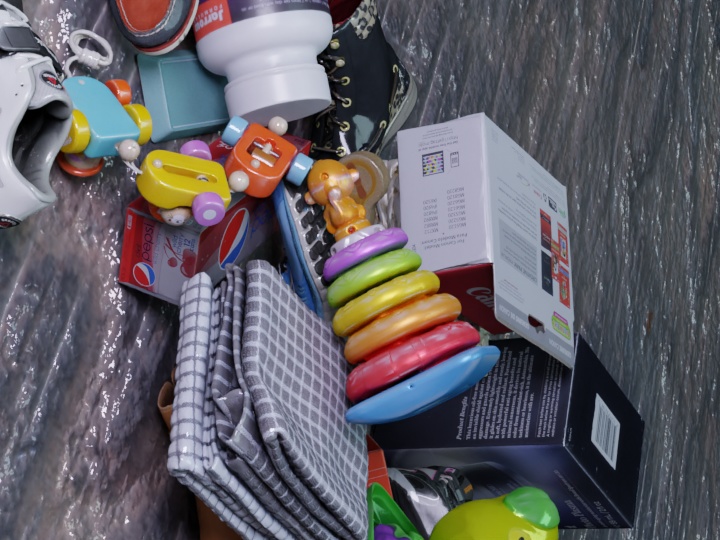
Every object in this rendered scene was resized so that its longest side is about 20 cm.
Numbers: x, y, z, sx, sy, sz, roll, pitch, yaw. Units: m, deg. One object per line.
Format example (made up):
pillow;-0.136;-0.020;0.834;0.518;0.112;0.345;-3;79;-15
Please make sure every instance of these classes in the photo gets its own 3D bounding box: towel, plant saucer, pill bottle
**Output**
towel;-0.056;0.105;1.230;0.200;0.085;0.166;53;30;-48
plant saucer;-0.117;-0.149;1.389;0.200;0.019;0.070;-21;102;-63
pill bottle;-0.084;-0.220;1.340;0.111;0.111;0.201;-2;77;-63

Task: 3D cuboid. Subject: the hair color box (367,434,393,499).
hair color box;0.001;0.241;1.431;0.102;0.061;0.201;-150;-133;-76

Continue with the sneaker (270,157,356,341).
sneaker;-0.046;0.005;1.334;0.078;0.090;0.201;-49;135;-47

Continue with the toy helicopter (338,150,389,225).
toy helicopter;0.000;0.000;1.408;0.079;0.132;0.201;-34;135;-60

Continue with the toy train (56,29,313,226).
toy train;-0.140;-0.088;1.221;0.199;0.056;0.150;28;34;-7

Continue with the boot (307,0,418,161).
boot;-0.027;-0.142;1.455;0.204;0.073;0.154;-60;148;-28

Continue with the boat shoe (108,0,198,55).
boat shoe;-0.162;-0.258;1.261;0.063;0.071;0.201;55;30;-67

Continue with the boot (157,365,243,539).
boot;-0.111;0.161;1.274;0.200;0.073;0.155;-78;150;-53

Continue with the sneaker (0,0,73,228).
sneaker;-0.223;-0.126;1.105;0.074;0.088;0.201;15;69;-59

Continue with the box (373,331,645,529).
box;0.146;0.162;1.628;0.200;0.198;0.124;48;46;-48

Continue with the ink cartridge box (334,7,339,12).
ink cartridge box;-0.070;-0.331;1.466;0.200;0.067;0.117;60;36;-39

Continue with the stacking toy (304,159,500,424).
stacking toy;0.011;0.009;1.252;0.201;0.116;0.110;64;10;7

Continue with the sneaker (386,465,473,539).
sneaker;0.059;0.198;1.479;0.200;0.086;0.081;177;-102;-81

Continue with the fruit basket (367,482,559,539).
fruit basket;0.073;0.257;1.324;0.156;0.215;0.216;-85;158;-67

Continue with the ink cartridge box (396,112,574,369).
ink cartridge box;0.110;-0.014;1.443;0.200;0.084;0.176;32;52;-59

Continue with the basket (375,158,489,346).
basket;0.041;0.003;1.544;0.135;0.123;0.201;28;59;-59

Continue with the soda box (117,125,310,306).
soda box;-0.110;-0.048;1.307;0.200;0.063;0.070;-47;152;-57
